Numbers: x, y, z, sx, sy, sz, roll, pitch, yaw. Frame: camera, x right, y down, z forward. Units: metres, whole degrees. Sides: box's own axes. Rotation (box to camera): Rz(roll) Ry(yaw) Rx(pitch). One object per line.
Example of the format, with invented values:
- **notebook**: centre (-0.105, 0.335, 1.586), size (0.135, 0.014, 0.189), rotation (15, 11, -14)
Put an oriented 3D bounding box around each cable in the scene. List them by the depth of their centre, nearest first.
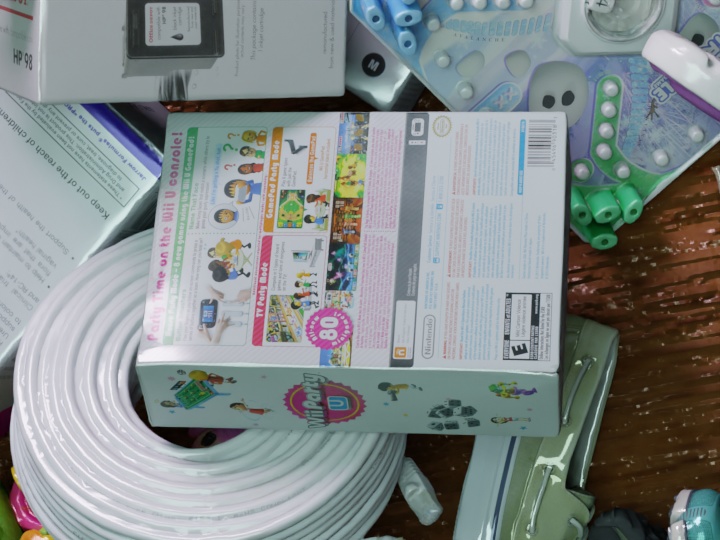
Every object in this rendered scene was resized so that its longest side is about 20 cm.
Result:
- **cable**: centre (-0.076, 0.068, 1.464), size (0.199, 0.069, 0.200), rotation (-16, 58, -8)

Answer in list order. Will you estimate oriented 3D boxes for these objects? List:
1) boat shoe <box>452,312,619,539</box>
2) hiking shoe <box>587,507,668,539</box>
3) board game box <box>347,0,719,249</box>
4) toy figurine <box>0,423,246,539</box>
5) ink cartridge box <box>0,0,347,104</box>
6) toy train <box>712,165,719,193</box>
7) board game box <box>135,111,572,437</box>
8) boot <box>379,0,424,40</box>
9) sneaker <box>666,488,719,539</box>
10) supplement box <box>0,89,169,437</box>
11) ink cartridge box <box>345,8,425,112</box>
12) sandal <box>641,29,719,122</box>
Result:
- **boat shoe**: centre (0.088, 0.117, 1.499), size (0.062, 0.072, 0.201), rotation (9, 90, 17)
- **hiking shoe**: centre (0.151, 0.220, 1.480), size (0.100, 0.076, 0.200), rotation (-28, 84, 11)
- **board game box**: centre (0.130, -0.131, 1.449), size (0.200, 0.026, 0.200), rotation (-41, 118, 11)
- **toy figurine**: centre (-0.091, 0.135, 1.537), size (0.184, 0.150, 0.200), rotation (-29, 63, 1)
- **ink cartridge box**: centre (-0.119, -0.121, 1.441), size (0.199, 0.116, 0.067), rotation (-3, 102, -24)
- **toy train**: centre (0.249, 0.035, 1.458), size (0.115, 0.085, 0.201), rotation (-9, 78, -1)
- **board game box**: centre (0.000, 0.000, 1.422), size (0.199, 0.064, 0.148), rotation (2, 58, 6)
- **boot**: centre (0.067, -0.230, 1.468), size (0.200, 0.066, 0.176), rotation (-24, 79, 6)
- **sneaker**: centre (0.219, 0.173, 1.430), size (0.080, 0.078, 0.200), rotation (-27, 118, 32)
- **supplement box**: centre (-0.180, -0.012, 1.556), size (0.103, 0.101, 0.200), rotation (42, 100, 12)
- **ink cartridge box**: centre (-0.010, -0.214, 1.539), size (0.199, 0.041, 0.200), rotation (32, 98, 13)
- **sandal**: centre (0.215, -0.046, 1.445), size (0.202, 0.082, 0.050), rotation (36, 98, -5)
